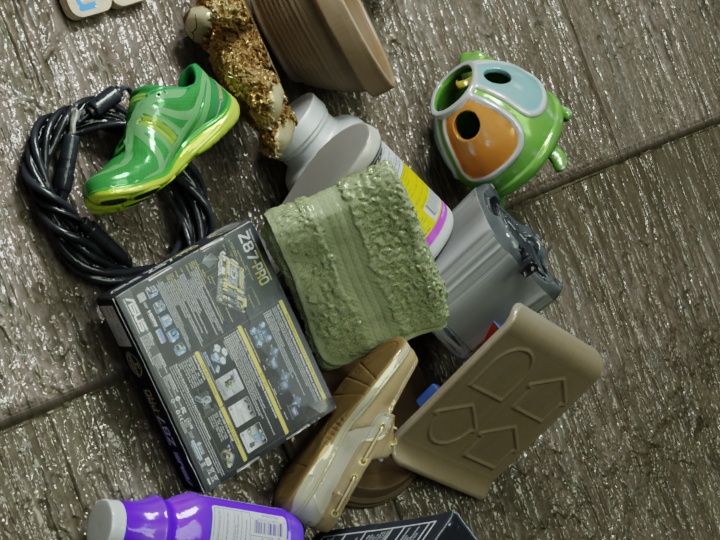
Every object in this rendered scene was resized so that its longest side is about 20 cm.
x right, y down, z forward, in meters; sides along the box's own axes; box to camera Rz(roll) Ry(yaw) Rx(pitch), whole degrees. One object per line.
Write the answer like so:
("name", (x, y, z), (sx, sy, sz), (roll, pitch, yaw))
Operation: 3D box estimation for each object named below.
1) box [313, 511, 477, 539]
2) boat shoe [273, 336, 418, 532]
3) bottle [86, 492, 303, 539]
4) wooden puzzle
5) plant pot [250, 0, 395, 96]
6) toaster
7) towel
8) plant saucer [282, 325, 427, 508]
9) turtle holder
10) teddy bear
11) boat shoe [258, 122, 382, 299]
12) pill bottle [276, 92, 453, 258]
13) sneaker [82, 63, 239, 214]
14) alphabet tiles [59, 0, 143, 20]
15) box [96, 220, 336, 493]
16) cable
("box", (0.007, 0.335, 1.412), (0.124, 0.198, 0.200), (53, 51, -17))
("boat shoe", (-0.002, 0.158, 1.497), (0.069, 0.074, 0.201), (37, 85, -18))
("bottle", (-0.146, 0.241, 1.399), (0.199, 0.065, 0.084), (15, 80, -35))
("wooden puzzle", (0.134, 0.130, 1.597), (0.185, 0.200, 0.046), (29, 15, -49))
("plant pot", (-0.049, -0.254, 1.582), (0.202, 0.092, 0.201), (61, 8, -15))
("toaster", (0.123, 0.007, 1.615), (0.114, 0.129, 0.200), (44, 13, -20))
("towel", (0.000, 0.000, 1.483), (0.147, 0.037, 0.201), (-24, 125, -3))
("plant saucer", (0.001, 0.137, 1.579), (0.199, 0.029, 0.202), (13, 70, -37))
("turtle holder", (0.149, -0.173, 1.718), (0.132, 0.140, 0.186), (39, 56, -24))
("teddy bear", (-0.118, -0.197, 1.506), (0.066, 0.145, 0.201), (-24, 78, -1))
("boat shoe", (-0.022, -0.048, 1.517), (0.092, 0.200, 0.075), (27, 28, -29))
("pill bottle", (-0.005, -0.085, 1.589), (0.200, 0.104, 0.105), (43, 54, -21))
("sneaker", (-0.191, -0.118, 1.411), (0.084, 0.074, 0.200), (53, 46, -12))
("alphabet tiles", (-0.277, -0.340, 1.498), (0.195, 0.015, 0.201), (-27, 95, -41))
("box", (-0.130, 0.077, 1.444), (0.161, 0.049, 0.201), (-31, 104, -28))
("cable", (-0.219, -0.064, 1.441), (0.163, 0.051, 0.201), (-32, 99, -40))
